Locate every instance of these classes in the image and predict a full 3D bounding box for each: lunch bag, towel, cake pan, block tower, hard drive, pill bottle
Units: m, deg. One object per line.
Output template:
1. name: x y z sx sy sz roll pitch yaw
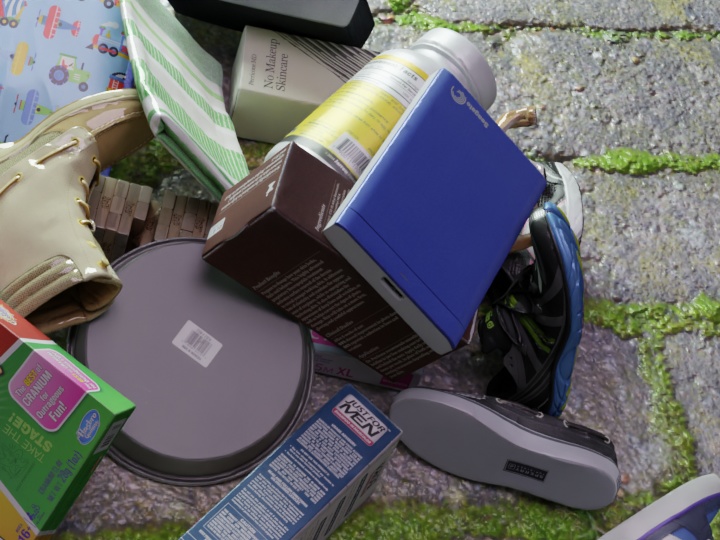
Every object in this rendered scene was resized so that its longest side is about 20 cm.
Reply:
1. lunch bag: -0.272 -0.168 1.318 0.149 0.094 0.202 15 64 -10
2. towel: -0.144 -0.147 1.268 0.023 0.153 0.201 -29 47 14
3. cake pan: -0.130 0.065 1.195 0.198 0.037 0.203 4 72 -11
4. block tower: -0.181 -0.034 1.269 0.198 0.054 0.058 15 55 -8
5. hard drive: -0.090 -0.245 1.386 0.198 0.135 0.043 14 86 7
6. hard drive: 0.063 -0.050 1.182 0.132 0.025 0.201 46 48 -14
7. pill bottle: 0.021 -0.112 1.282 0.112 0.113 0.200 41 65 12

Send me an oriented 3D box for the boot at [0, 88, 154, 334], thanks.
1. boot: -0.215 -0.045 1.177 0.199 0.073 0.156 -28 62 -22

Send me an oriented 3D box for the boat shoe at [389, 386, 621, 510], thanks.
1. boat shoe: 0.118 0.136 1.246 0.198 0.069 0.057 22 38 -5

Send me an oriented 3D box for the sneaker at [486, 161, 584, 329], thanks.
1. sneaker: 0.146 -0.014 1.341 0.085 0.081 0.202 8 54 -10

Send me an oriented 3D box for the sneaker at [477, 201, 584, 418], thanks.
1. sneaker: 0.137 0.039 1.234 0.082 0.201 0.071 6 35 3

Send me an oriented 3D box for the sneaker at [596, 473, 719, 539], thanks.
1. sneaker: 0.243 0.262 1.193 0.199 0.081 0.147 -24 75 -32

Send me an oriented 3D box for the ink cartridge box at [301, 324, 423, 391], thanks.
1. ink cartridge box: 0.000 0.000 1.312 0.118 0.042 0.202 12 53 -9

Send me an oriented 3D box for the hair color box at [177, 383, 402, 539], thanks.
1. hair color box: -0.061 0.183 1.132 0.060 0.100 0.200 41 55 14

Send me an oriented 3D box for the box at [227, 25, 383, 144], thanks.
1. box: -0.018 -0.155 1.390 0.198 0.069 0.083 9 56 -12

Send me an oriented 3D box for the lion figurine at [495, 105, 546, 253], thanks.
1. lion figurine: 0.098 -0.064 1.323 0.121 0.073 0.201 -8 40 15

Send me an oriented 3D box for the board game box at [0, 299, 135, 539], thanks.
1. board game box: -0.283 0.101 1.098 0.199 0.154 0.040 36 10 9

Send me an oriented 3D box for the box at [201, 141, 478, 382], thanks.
1. box: -0.012 -0.003 1.185 0.199 0.100 0.076 33 50 -25
